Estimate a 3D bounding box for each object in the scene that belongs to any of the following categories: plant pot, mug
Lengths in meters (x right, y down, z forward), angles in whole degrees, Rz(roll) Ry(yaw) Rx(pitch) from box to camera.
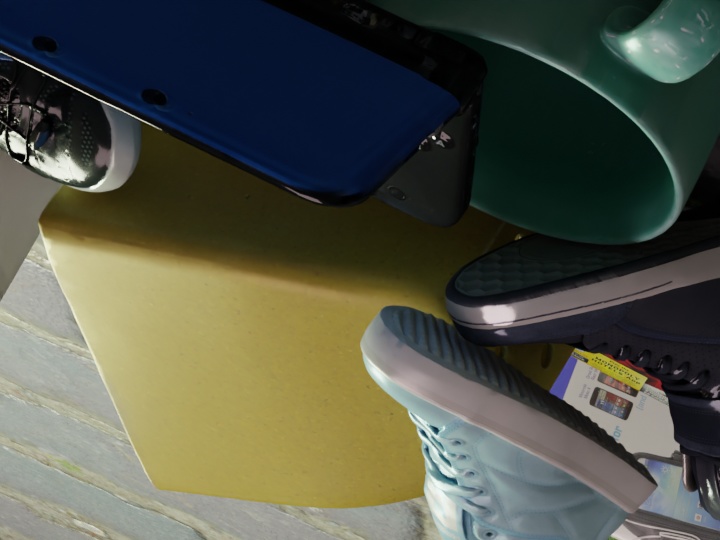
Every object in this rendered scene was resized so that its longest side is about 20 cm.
[{"bbox_3d":[0.000,0.000,1.115,0.199,0.194,0.196,13,140,29],"label":"plant pot"},{"bbox_3d":[0.096,-0.097,0.930,0.184,0.115,0.152,11,153,35],"label":"mug"}]

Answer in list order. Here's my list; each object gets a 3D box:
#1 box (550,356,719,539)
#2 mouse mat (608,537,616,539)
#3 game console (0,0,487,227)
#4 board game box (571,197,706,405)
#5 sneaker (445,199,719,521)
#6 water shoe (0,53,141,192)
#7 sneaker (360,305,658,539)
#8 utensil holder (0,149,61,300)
[{"bbox_3d":[0.185,0.103,1.288,0.199,0.119,0.041,24,-159,13],"label":"box"},{"bbox_3d":[0.134,0.119,1.436,0.161,0.008,0.200,3,130,58],"label":"mouse mat"},{"bbox_3d":[-0.064,-0.065,0.883,0.199,0.119,0.171,27,154,13],"label":"game console"},{"bbox_3d":[0.210,0.024,1.143,0.199,0.062,0.200,27,157,4],"label":"board game box"},{"bbox_3d":[0.133,0.050,1.003,0.202,0.147,0.077,-10,-162,-24],"label":"sneaker"},{"bbox_3d":[-0.189,-0.092,1.035,0.200,0.079,0.072,37,130,20],"label":"water shoe"},{"bbox_3d":[0.056,0.086,1.009,0.200,0.082,0.074,34,-174,-42],"label":"sneaker"},{"bbox_3d":[-0.234,-0.082,1.245,0.169,0.200,0.170,23,158,10],"label":"utensil holder"}]
